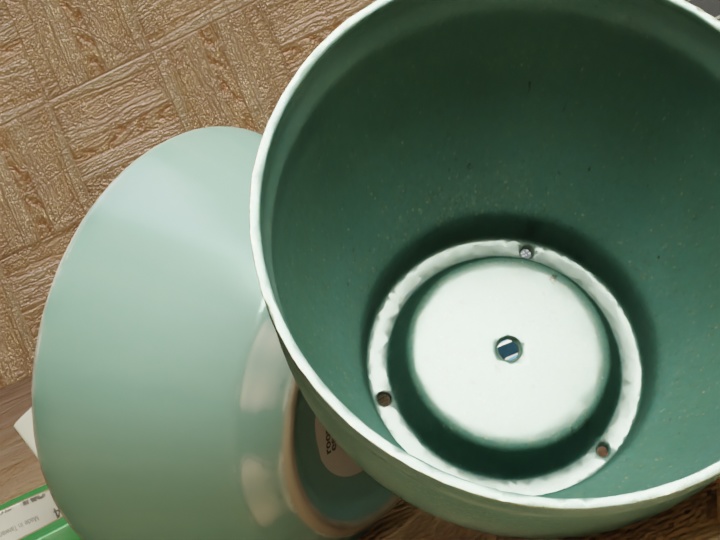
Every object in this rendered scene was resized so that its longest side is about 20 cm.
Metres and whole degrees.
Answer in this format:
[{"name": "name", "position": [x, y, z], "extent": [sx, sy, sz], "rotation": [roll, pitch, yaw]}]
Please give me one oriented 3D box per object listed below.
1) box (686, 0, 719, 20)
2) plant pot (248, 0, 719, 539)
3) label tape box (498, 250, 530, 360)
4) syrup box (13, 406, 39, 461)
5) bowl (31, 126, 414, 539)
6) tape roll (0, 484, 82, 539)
[{"name": "box", "position": [0.244, -0.131, 1.185], "extent": [0.198, 0.184, 0.104], "rotation": [-23, 3, 0]}, {"name": "plant pot", "position": [0.061, 0.010, 0.571], "extent": [0.198, 0.202, 0.135], "rotation": [-24, -23, -13]}, {"name": "label tape box", "position": [0.057, 0.036, 0.851], "extent": [0.142, 0.067, 0.200], "rotation": [-24, 28, -2]}, {"name": "syrup box", "position": [-0.119, 0.064, 1.008], "extent": [0.200, 0.079, 0.081], "rotation": [-43, -10, 7]}, {"name": "bowl", "position": [-0.034, 0.044, 0.682], "extent": [0.104, 0.203, 0.200], "rotation": [12, 26, 36]}, {"name": "tape roll", "position": [-0.187, 0.162, 0.863], "extent": [0.198, 0.049, 0.200], "rotation": [-24, 4, 2]}]
